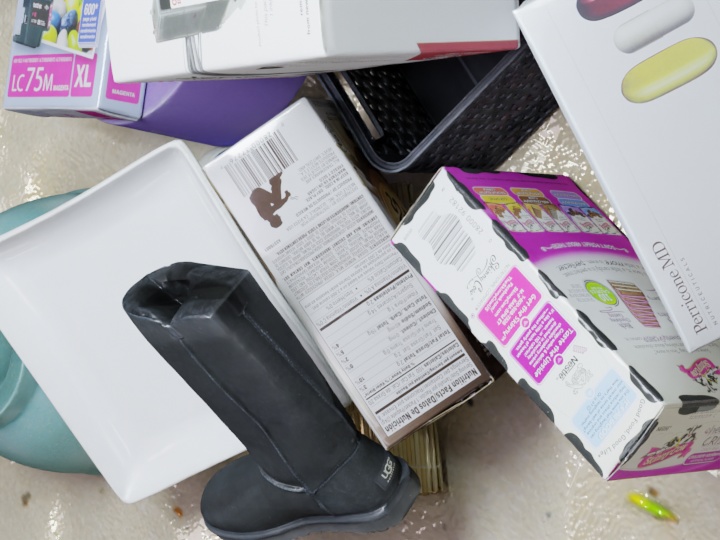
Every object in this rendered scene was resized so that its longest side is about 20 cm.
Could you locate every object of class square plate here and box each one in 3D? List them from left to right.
[{"bbox_3d":[-0.128,0.033,1.691,0.200,0.028,0.198,-26,105,32],"label":"square plate"}]

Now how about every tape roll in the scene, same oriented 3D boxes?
[{"bbox_3d":[-0.108,-0.184,1.718,0.200,0.085,0.201,-17,67,49],"label":"tape roll"}]

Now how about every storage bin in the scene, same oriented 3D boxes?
[{"bbox_3d":[0.071,-0.163,1.600,0.200,0.094,0.135,-45,65,30],"label":"storage bin"}]

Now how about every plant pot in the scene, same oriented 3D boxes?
[{"bbox_3d":[-0.222,0.044,1.819,0.200,0.134,0.201,1,92,40],"label":"plant pot"}]

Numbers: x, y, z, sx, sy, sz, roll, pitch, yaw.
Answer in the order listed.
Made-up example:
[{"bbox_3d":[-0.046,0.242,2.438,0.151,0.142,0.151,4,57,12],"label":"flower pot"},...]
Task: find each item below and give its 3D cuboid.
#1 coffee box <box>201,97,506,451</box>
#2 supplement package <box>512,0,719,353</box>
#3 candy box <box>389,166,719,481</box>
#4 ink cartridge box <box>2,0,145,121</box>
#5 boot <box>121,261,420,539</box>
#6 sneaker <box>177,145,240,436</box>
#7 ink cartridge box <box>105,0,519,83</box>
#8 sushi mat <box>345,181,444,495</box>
[{"bbox_3d":[0.000,0.000,1.605,0.080,0.113,0.200,-34,88,8],"label":"coffee box"},{"bbox_3d":[0.175,-0.077,1.424,0.111,0.156,0.200,-28,94,8],"label":"supplement package"},{"bbox_3d":[0.128,0.029,1.530,0.200,0.136,0.061,48,116,28],"label":"candy box"},{"bbox_3d":[-0.171,-0.197,1.703,0.119,0.042,0.201,5,84,52],"label":"ink cartridge box"},{"bbox_3d":[-0.080,0.081,1.604,0.164,0.200,0.066,-12,45,37],"label":"boot"},{"bbox_3d":[-0.072,0.020,1.715,0.111,0.077,0.201,-172,89,-66],"label":"sneaker"},{"bbox_3d":[-0.030,-0.153,1.509,0.200,0.146,0.083,-2,93,51],"label":"ink cartridge box"},{"bbox_3d":[0.006,0.047,1.711,0.095,0.012,0.201,-9,85,41],"label":"sushi mat"}]
